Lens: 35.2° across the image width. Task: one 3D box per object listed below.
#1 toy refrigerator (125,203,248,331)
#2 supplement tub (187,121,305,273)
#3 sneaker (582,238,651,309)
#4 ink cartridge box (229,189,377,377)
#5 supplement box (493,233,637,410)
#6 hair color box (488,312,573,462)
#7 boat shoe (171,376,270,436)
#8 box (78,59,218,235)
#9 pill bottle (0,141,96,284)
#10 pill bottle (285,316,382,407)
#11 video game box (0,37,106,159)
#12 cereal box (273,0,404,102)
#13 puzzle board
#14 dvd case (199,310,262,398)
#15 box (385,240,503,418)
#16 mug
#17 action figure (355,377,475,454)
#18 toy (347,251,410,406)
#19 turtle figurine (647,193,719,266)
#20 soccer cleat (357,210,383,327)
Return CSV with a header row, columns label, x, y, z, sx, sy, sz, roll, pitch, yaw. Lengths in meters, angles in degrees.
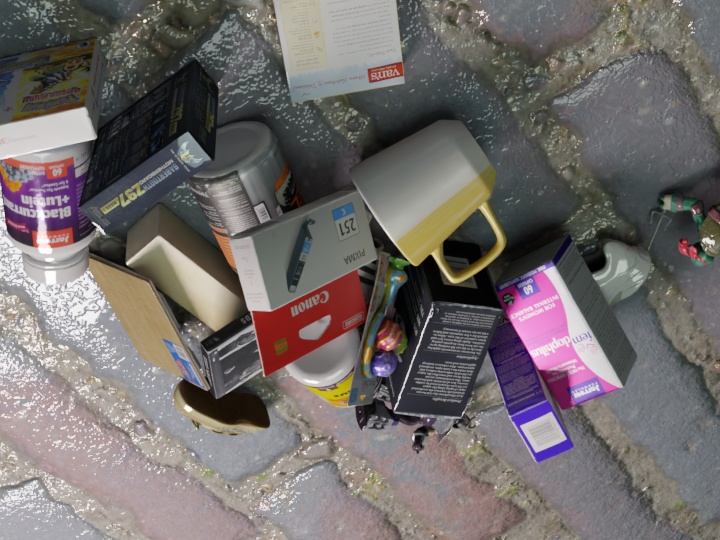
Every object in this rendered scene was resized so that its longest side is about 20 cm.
label,x,y,z,sx,sy,sz,roll,pitch,yaw
toy refrigerator,-0.217,0.009,1.501,0.070,0.076,0.200,-37,124,18
supplement tub,-0.131,-0.075,1.424,0.122,0.123,0.201,-19,128,5
sneaker,0.318,0.031,1.617,0.099,0.078,0.201,27,110,-17
ink cartridge box,-0.057,0.013,1.384,0.044,0.199,0.178,-1,108,43
supplement box,0.281,0.071,1.551,0.101,0.103,0.201,-27,99,31
hair color box,0.232,0.158,1.607,0.064,0.201,0.110,-24,127,11
boat shoe,-0.206,0.204,1.621,0.062,0.074,0.200,-29,148,20
box,-0.239,-0.145,1.305,0.157,0.201,0.051,-33,121,14
pill bottle,-0.378,-0.087,1.380,0.110,0.112,0.201,-1,126,-8
pill bottle,-0.032,0.125,1.560,0.108,0.110,0.200,-22,158,7
video game box,-0.388,-0.185,1.262,0.198,0.183,0.047,-12,128,-1
cereal box,-0.028,-0.301,1.324,0.142,0.040,0.201,-9,128,-2
puzzle board,-0.282,0.066,1.508,0.017,0.150,0.201,-45,133,-27
dvd case,-0.120,0.082,1.517,0.199,0.025,0.151,-33,157,-19
box,0.105,0.081,1.564,0.103,0.149,0.201,6,126,-15
mug,0.097,-0.099,1.441,0.153,0.150,0.187,-36,129,7
action figure,0.091,0.216,1.713,0.199,0.070,0.131,16,113,-25
toy,0.037,0.081,1.490,0.047,0.115,0.202,9,88,18
turtle figurine,0.497,-0.074,1.550,0.149,0.101,0.201,26,113,-25
soccer cleat,0.000,0.000,1.539,0.085,0.069,0.201,-37,138,-17
